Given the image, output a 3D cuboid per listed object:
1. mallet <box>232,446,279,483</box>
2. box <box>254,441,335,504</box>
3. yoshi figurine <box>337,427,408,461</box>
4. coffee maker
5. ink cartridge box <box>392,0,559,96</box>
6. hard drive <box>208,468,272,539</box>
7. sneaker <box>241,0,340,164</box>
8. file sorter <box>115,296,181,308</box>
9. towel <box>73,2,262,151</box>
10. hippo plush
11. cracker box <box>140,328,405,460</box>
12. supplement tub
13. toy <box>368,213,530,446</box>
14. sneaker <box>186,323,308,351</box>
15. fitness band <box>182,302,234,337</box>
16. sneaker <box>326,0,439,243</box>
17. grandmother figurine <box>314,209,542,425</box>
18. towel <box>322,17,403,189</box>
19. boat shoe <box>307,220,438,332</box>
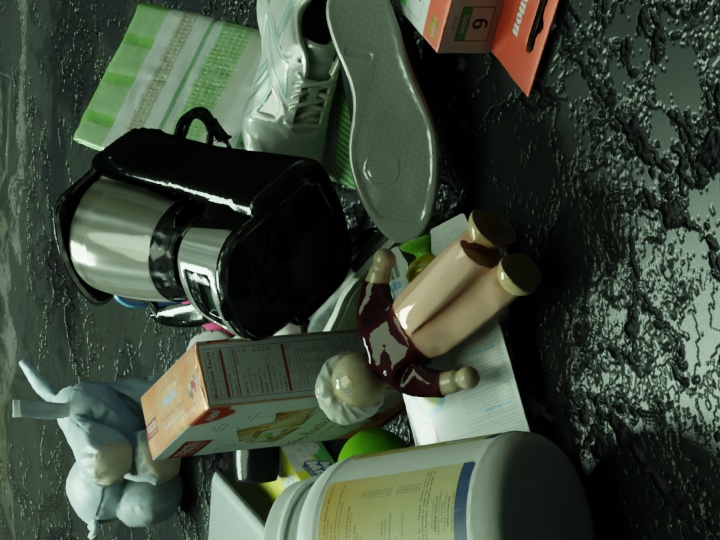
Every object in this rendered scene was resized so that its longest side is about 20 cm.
[{"bbox_3d":[-0.121,0.164,1.759,0.200,0.041,0.067,157,111,-65],"label":"mallet"},{"bbox_3d":[-0.057,0.208,1.726,0.200,0.048,0.118,52,137,45],"label":"box"},{"bbox_3d":[0.032,0.194,1.494,0.200,0.112,0.113,51,125,52],"label":"yoshi figurine"},{"bbox_3d":[-0.110,-0.047,1.513,0.199,0.135,0.193,13,68,39],"label":"coffee maker"},{"bbox_3d":[0.074,-0.221,1.418,0.200,0.050,0.110,56,140,46],"label":"ink cartridge box"},{"bbox_3d":[-0.081,0.279,1.699,0.200,0.033,0.141,38,128,56],"label":"hard drive"},{"bbox_3d":[-0.051,-0.156,1.605,0.080,0.070,0.202,10,99,61],"label":"sneaker"},{"bbox_3d":[-0.164,-0.074,1.824,0.201,0.122,0.140,-60,41,47],"label":"file sorter"},{"bbox_3d":[-0.147,-0.150,1.704,0.199,0.031,0.150,20,78,36],"label":"towel"},{"bbox_3d":[-0.251,0.203,1.970,0.160,0.198,0.162,-95,9,-57],"label":"hippo plush"},{"bbox_3d":[-0.059,0.097,1.548,0.134,0.198,0.058,-42,56,57],"label":"cracker box"},{"bbox_3d":[0.046,0.193,1.342,0.199,0.144,0.146,-12,81,34],"label":"supplement tub"},{"bbox_3d":[0.079,0.069,1.431,0.115,0.047,0.202,-26,80,47],"label":"toy"},{"bbox_3d":[-0.104,0.091,1.720,0.075,0.087,0.199,48,142,-13],"label":"sneaker"},{"bbox_3d":[-0.107,0.003,1.717,0.143,0.038,0.200,38,147,-5],"label":"fitness band"},{"bbox_3d":[0.026,-0.118,1.492,0.099,0.070,0.202,13,-117,-77],"label":"sneaker"},{"bbox_3d":[0.037,0.040,1.393,0.200,0.060,0.122,-45,57,31],"label":"grandmother figurine"},{"bbox_3d":[-0.019,-0.148,1.642,0.200,0.023,0.154,-158,69,-62],"label":"towel"},{"bbox_3d":[0.002,0.000,1.557,0.066,0.074,0.200,65,152,23],"label":"boat shoe"}]
